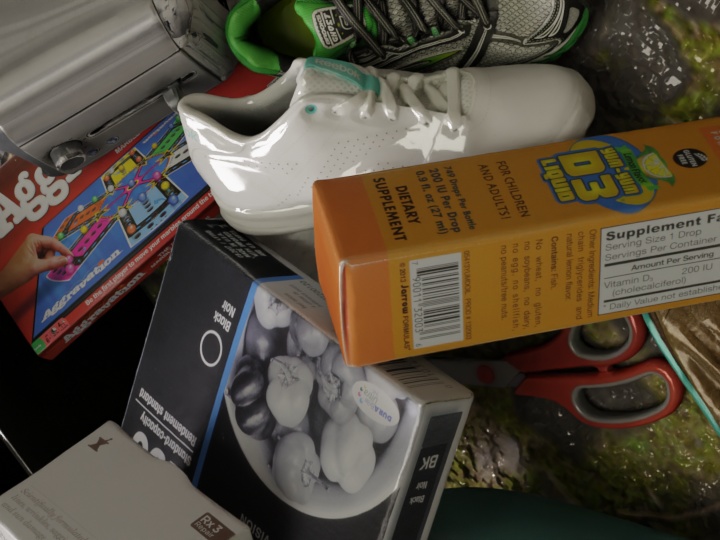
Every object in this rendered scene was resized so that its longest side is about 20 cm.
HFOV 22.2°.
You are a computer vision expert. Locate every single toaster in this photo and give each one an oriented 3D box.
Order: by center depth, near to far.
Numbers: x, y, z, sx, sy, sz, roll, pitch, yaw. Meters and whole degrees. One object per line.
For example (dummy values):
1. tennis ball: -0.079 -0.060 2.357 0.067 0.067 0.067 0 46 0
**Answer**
1. toaster: -0.146 -0.157 0.952 0.129 0.114 0.200 -23 72 11

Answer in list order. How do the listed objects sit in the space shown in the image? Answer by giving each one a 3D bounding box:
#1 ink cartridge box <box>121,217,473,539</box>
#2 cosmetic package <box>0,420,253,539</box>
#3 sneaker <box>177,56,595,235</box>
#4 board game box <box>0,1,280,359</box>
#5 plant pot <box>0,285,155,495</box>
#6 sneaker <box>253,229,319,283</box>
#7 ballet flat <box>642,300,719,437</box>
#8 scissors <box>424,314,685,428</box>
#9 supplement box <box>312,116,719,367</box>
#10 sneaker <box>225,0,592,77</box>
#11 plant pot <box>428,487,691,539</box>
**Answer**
1. ink cartridge box: -0.046 0.104 0.894 0.198 0.043 0.200 34 117 42
2. cosmetic package: -0.097 0.184 0.890 0.113 0.081 0.200 29 145 41
3. sneaker: 0.007 -0.071 0.866 0.200 0.075 0.089 -11 135 20
4. board game box: -0.123 -0.055 0.990 0.200 0.019 0.103 -41 68 8
5. plant pot: -0.214 0.081 1.098 0.200 0.177 0.199 53 130 4
6. sneaker: 0.000 0.000 0.967 0.200 0.075 0.089 -7 118 37
7. ballet flat: 0.205 0.079 0.868 0.072 0.068 0.200 -26 89 22
8. scissors: 0.079 0.061 0.976 0.200 0.014 0.073 -17 101 39
9. supplement box: 0.082 -0.015 0.821 0.067 0.200 0.069 -109 14 -50
10. sneaker: 0.022 -0.121 0.891 0.200 0.085 0.078 -7 106 38
11. plant pot: 0.066 0.202 0.937 0.161 0.200 0.201 20 121 36
